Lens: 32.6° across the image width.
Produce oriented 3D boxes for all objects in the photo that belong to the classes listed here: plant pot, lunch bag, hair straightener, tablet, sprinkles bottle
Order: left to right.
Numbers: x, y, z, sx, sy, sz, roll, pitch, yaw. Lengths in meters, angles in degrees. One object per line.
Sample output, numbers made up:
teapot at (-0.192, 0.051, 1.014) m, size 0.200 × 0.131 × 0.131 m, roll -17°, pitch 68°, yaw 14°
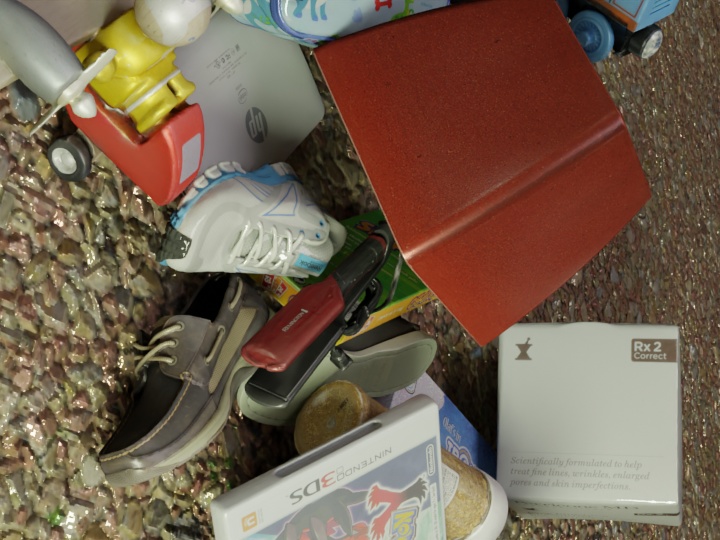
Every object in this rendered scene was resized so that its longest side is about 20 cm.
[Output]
tablet at (-0.093, -0.128, 0.940) m, size 0.200 × 0.014 × 0.130 m, roll -54°, pitch 128°, yaw -46°
hair straightener at (-0.020, 0.030, 0.865) m, size 0.200 × 0.041 × 0.077 m, roll -53°, pitch 153°, yaw -45°
lunch bag at (-0.008, -0.250, 0.959) m, size 0.200 × 0.082 × 0.161 m, roll 6°, pitch 98°, yaw -49°
sprinkles bottle at (0.035, 0.155, 0.952) m, size 0.200 × 0.068 × 0.068 m, roll 38°, pitch 53°, yaw -40°
plant pot at (0.106, -0.091, 0.936) m, size 0.200 × 0.176 × 0.200 m, roll 46°, pitch 19°, yaw -60°

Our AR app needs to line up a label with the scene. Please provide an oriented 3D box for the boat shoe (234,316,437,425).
boat shoe at (-0.028, 0.069, 0.957) m, size 0.201 × 0.061 × 0.072 m, roll -7°, pitch 131°, yaw -46°

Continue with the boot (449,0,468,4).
boot at (0.085, -0.307, 1.064) m, size 0.077 × 0.138 × 0.200 m, roll -6°, pitch 44°, yaw -32°

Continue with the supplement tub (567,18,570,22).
supplement tub at (0.116, -0.179, 1.149) m, size 0.200 × 0.145 × 0.145 m, roll -53°, pitch 127°, yaw -47°

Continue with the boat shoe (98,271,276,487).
boat shoe at (-0.122, 0.065, 0.816) m, size 0.073 × 0.074 × 0.200 m, roll 60°, pitch 30°, yaw -17°

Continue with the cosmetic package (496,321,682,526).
cosmetic package at (0.225, 0.152, 1.185) m, size 0.200 × 0.165 × 0.165 m, roll 46°, pitch 45°, yaw -67°

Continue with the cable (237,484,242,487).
cable at (-0.040, 0.171, 0.925) m, size 0.200 × 0.050 × 0.097 m, roll -34°, pitch 114°, yaw -52°

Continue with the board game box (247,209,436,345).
board game box at (0.000, 0.000, 0.993) m, size 0.096 × 0.030 × 0.200 m, roll 40°, pitch 32°, yaw 18°

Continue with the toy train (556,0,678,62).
toy train at (0.190, -0.268, 1.075) m, size 0.087 × 0.200 × 0.114 m, roll -28°, pitch 149°, yaw -41°

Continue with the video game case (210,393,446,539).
video game case at (-0.013, 0.208, 0.874) m, size 0.182 × 0.023 × 0.200 m, roll -23°, pitch 122°, yaw -31°

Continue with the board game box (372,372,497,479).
board game box at (0.047, 0.204, 1.059) m, size 0.200 × 0.043 × 0.199 m, roll 49°, pitch 45°, yaw -40°

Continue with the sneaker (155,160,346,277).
sneaker at (-0.064, -0.027, 0.855) m, size 0.075 × 0.087 × 0.200 m, roll -59°, pitch 166°, yaw 22°

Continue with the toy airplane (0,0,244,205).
toy airplane at (-0.152, -0.159, 0.739) m, size 0.199 × 0.141 × 0.200 m, roll 27°, pitch 62°, yaw -51°
